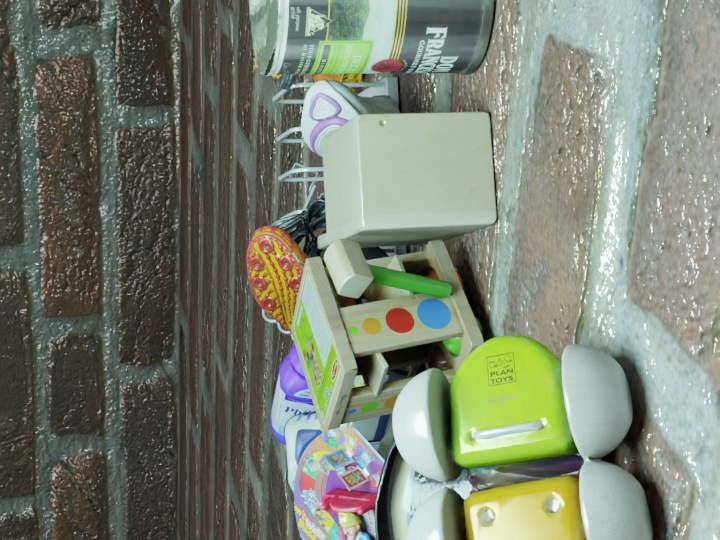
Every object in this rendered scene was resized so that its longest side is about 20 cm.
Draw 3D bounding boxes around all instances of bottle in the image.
[{"bbox_3d":[-0.057,0.133,1.605,0.201,0.083,0.066,105,164,-48],"label":"bottle"}]

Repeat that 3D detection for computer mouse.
[{"bbox_3d":[0.000,0.000,1.458,0.138,0.201,0.053,-27,19,33],"label":"computer mouse"}]

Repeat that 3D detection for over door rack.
[{"bbox_3d":[-0.060,-0.016,1.692,0.148,0.066,0.202,50,-129,-72],"label":"over door rack"}]

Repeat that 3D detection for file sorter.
[{"bbox_3d":[-0.028,-0.110,1.554,0.139,0.123,0.203,174,93,-76],"label":"file sorter"}]

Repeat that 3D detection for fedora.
[{"bbox_3d":[0.099,0.208,1.131,0.091,0.199,0.203,-2,91,42],"label":"fedora"}]

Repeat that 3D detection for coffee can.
[{"bbox_3d":[0.007,-0.254,1.244,0.146,0.198,0.148,177,90,-76],"label":"coffee can"}]

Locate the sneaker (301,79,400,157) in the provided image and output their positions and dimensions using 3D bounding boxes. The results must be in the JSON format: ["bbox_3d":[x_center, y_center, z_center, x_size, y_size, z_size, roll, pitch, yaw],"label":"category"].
[{"bbox_3d":[-0.004,-0.153,1.414,0.200,0.074,0.101,47,-135,-55],"label":"sneaker"}]

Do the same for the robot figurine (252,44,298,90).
[{"bbox_3d":[-0.077,-0.300,1.463,0.146,0.058,0.202,-101,24,-57],"label":"robot figurine"}]

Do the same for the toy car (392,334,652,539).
[{"bbox_3d":[0.127,0.152,1.003,0.150,0.173,0.202,27,-127,-64],"label":"toy car"}]

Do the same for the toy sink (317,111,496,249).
[{"bbox_3d":[0.036,-0.087,1.304,0.200,0.129,0.113,161,106,-76],"label":"toy sink"}]

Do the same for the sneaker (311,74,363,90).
[{"bbox_3d":[-0.015,-0.253,1.626,0.078,0.072,0.200,66,171,-7],"label":"sneaker"}]

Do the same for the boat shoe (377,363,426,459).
[{"bbox_3d":[0.055,0.163,1.347,0.201,0.061,0.075,-67,-7,-56],"label":"boat shoe"}]

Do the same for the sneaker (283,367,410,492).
[{"bbox_3d":[-0.028,0.176,1.488,0.200,0.080,0.115,-58,42,7],"label":"sneaker"}]

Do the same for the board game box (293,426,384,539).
[{"bbox_3d":[-0.004,0.249,1.248,0.200,0.039,0.159,47,130,23],"label":"board game box"}]

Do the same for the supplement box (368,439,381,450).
[{"bbox_3d":[0.049,0.272,1.368,0.200,0.102,0.132,-125,34,-65],"label":"supplement box"}]

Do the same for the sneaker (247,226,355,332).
[{"bbox_3d":[-0.054,0.024,1.397,0.201,0.072,0.078,56,-146,-35],"label":"sneaker"}]

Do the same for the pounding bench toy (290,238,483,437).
[{"bbox_3d":[0.036,0.041,1.258,0.201,0.154,0.125,105,150,-53],"label":"pounding bench toy"}]

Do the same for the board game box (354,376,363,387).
[{"bbox_3d":[0.000,0.105,1.635,0.200,0.046,0.152,114,150,-59],"label":"board game box"}]
